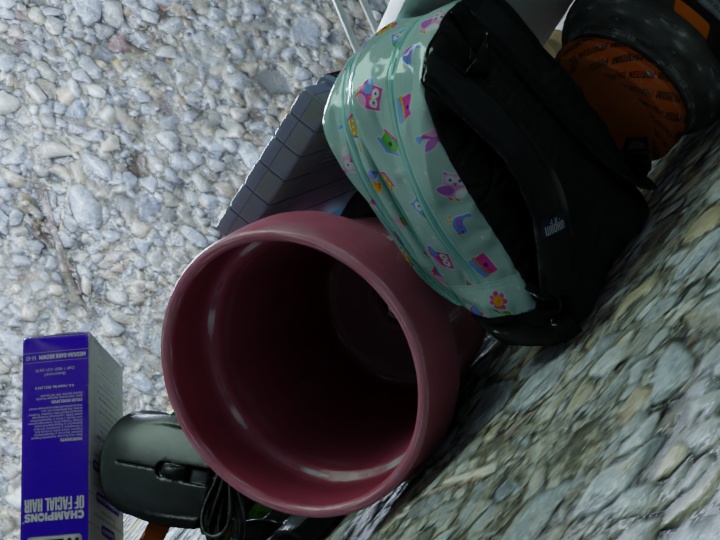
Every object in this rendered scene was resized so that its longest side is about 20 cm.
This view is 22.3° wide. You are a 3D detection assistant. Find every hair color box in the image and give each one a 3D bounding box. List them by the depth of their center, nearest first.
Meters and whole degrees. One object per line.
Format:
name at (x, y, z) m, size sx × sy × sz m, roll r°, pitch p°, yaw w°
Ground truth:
hair color box at (-0.239, 0.163, 1.518) m, size 0.109 × 0.065 × 0.200 m, roll 68°, pitch -163°, yaw -69°

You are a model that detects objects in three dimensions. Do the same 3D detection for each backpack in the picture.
backpack at (0.075, -0.067, 1.118) m, size 0.126 × 0.200 × 0.167 m, roll -18°, pitch 29°, yaw 41°

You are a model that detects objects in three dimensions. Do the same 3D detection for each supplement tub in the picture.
supplement tub at (0.216, -0.175, 1.212) m, size 0.200 × 0.122 × 0.123 m, roll -52°, pitch 6°, yaw -22°

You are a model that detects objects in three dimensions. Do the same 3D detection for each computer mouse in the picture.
computer mouse at (-0.154, 0.149, 1.429) m, size 0.200 × 0.053 × 0.139 m, roll -6°, pitch 76°, yaw 53°

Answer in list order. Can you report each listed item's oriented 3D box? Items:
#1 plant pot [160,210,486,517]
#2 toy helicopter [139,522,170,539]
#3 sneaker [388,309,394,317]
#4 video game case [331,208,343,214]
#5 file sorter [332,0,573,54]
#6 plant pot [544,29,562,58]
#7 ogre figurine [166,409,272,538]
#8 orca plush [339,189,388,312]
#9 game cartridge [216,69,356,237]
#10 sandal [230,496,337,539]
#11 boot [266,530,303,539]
plant pot at (-0.005, 0.045, 1.240) m, size 0.200 × 0.200 × 0.179 m, roll -46°, pitch -9°, yaw 32°
toy helicopter at (-0.178, 0.300, 1.516) m, size 0.132 × 0.079 × 0.200 m, roll -64°, pitch 2°, yaw -35°
sneaker at (0.002, -0.003, 1.486) m, size 0.200 × 0.121 × 0.084 m, roll 75°, pitch -151°, yaw -75°
video game case at (0.022, -0.075, 1.542) m, size 0.143 × 0.018 × 0.200 m, roll -18°, pitch 9°, yaw 27°
file sorter at (0.063, -0.224, 1.173) m, size 0.139 × 0.125 × 0.200 m, roll -17°, pitch -16°, yaw -18°
plant pot at (0.095, -0.095, 1.373) m, size 0.201 × 0.093 × 0.201 m, roll -48°, pitch 32°, yaw 44°
ogre figurine at (-0.117, 0.162, 1.529) m, size 0.200 × 0.120 × 0.098 m, roll -34°, pitch 5°, yaw 34°
orca plush at (0.000, 0.000, 1.386) m, size 0.200 × 0.071 × 0.105 m, roll -56°, pitch -1°, yaw 29°
game cartridge at (-0.018, -0.090, 1.305) m, size 0.130 × 0.038 × 0.200 m, roll -60°, pitch -15°, yaw 23°
sandal at (-0.061, 0.181, 1.387) m, size 0.075 × 0.048 × 0.200 m, roll -53°, pitch 6°, yaw -31°
boot at (-0.116, 0.260, 1.229) m, size 0.132 × 0.070 × 0.200 m, roll -36°, pitch 18°, yaw 46°
